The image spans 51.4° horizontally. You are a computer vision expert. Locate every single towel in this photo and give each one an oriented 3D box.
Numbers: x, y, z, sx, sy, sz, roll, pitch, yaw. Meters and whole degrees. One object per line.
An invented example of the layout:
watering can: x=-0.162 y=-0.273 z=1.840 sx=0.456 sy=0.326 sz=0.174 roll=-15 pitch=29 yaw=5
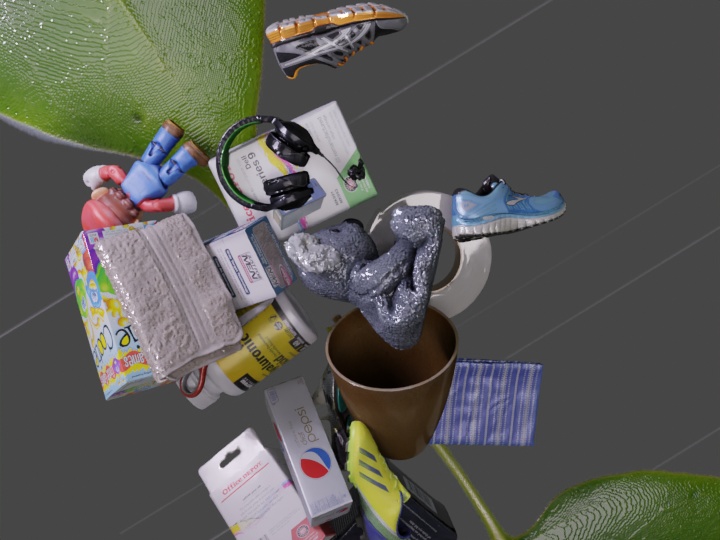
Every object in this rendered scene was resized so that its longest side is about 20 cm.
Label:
towel: x=0.190 y=0.212 z=1.193 sx=0.198 sy=0.024 sz=0.146 roll=3 pitch=101 yaw=-7
towel: x=-0.237 y=0.032 z=0.946 sx=0.132 sy=0.034 sz=0.201 roll=-24 pitch=84 yaw=-37

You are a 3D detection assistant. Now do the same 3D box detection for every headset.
headset: x=-0.092 y=-0.135 z=0.972 sx=0.198 sy=0.094 sz=0.124 roll=6 pitch=101 yaw=4

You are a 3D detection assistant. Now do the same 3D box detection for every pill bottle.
pill bottle: x=-0.170 y=0.111 z=1.087 sx=0.199 sy=0.111 sz=0.112 roll=-36 pitch=102 yaw=1

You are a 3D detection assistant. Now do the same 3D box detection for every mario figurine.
mario figurine: x=-0.308 y=-0.116 z=1.055 sx=0.200 sy=0.124 sz=0.106 roll=-44 pitch=143 yaw=2

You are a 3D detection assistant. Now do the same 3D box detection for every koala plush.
koala plush: x=0.000 y=0.000 z=1.012 sx=0.199 sy=0.177 sz=0.185 roll=12 pitch=80 yaw=6

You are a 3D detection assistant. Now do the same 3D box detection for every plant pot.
plant pot: x=0.052 y=0.176 z=1.097 sx=0.185 sy=0.187 sz=0.201 roll=-10 pitch=128 yaw=-5

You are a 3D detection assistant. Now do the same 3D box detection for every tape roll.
tape roll: x=0.098 y=-0.021 z=1.133 sx=0.201 sy=0.037 sz=0.204 roll=-1 pitch=101 yaw=-7

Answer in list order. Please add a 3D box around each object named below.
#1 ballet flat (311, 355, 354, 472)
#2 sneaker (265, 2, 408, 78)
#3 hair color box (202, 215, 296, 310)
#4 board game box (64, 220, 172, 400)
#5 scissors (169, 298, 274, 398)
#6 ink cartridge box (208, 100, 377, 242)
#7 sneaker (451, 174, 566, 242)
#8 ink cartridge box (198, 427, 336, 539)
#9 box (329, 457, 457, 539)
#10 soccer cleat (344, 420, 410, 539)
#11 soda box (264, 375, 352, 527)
ballet flat: x=-0.040 y=0.216 z=1.148 sx=0.071 sy=0.072 sz=0.202 roll=-9 pitch=100 yaw=-5
sneaker: x=-0.029 y=-0.325 z=1.049 sx=0.199 sy=0.078 sz=0.078 roll=-12 pitch=115 yaw=-1
hair color box: x=-0.195 y=0.006 z=1.039 sx=0.199 sy=0.061 sz=0.101 roll=-18 pitch=103 yaw=33
board game box: x=-0.302 y=0.052 z=0.984 sx=0.103 sy=0.105 sz=0.201 roll=-13 pitch=77 yaw=-37
scissors: x=-0.199 y=0.090 z=1.024 sx=0.073 sy=0.014 sz=0.200 roll=45 pitch=103 yaw=25
ink cartridge box: x=-0.095 y=-0.133 z=1.064 sx=0.199 sy=0.088 sz=0.146 roll=-24 pitch=103 yaw=0
sneaker: x=0.219 y=-0.101 z=1.096 sx=0.199 sy=0.078 sz=0.091 roll=-11 pitch=87 yaw=-28
ink cartridge box: x=-0.143 y=0.350 z=1.130 sx=0.116 sy=0.068 sz=0.200 roll=-39 pitch=70 yaw=1
box: x=0.027 y=0.421 z=1.170 sx=0.148 sy=0.104 sz=0.200 roll=42 pitch=93 yaw=-11
soccer cleat: x=0.026 y=0.300 z=1.060 sx=0.083 sy=0.065 sz=0.202 roll=-9 pitch=107 yaw=8
soda box: x=-0.079 y=0.262 z=1.089 sx=0.063 sy=0.068 sz=0.201 roll=-17 pitch=64 yaw=-15
